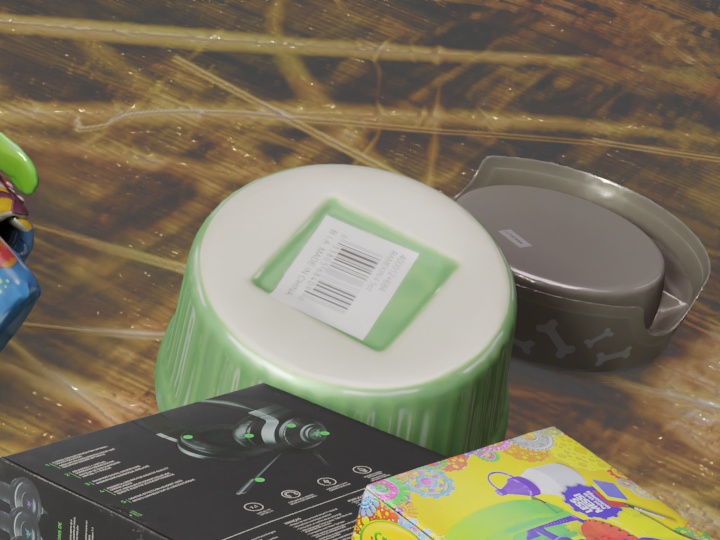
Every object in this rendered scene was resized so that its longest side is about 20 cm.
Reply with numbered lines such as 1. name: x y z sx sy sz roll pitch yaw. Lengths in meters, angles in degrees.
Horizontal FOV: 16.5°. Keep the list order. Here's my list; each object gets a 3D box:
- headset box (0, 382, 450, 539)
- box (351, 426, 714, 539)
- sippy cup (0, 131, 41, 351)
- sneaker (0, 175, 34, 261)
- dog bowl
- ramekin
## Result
1. headset box: -0.052 0.134 1.166 0.200 0.093 0.174 19 23 40
2. box: 0.087 0.205 1.026 0.122 0.193 0.200 -13 38 -43
3. sippy cup: -0.246 0.004 1.314 0.130 0.178 0.140 40 8 1
4. sneaker: -0.231 -0.033 1.469 0.090 0.075 0.200 13 35 2
5. dog bowl: 0.122 -0.003 1.602 0.200 0.059 0.200 11 26 -6
6. ramekin: -0.009 0.034 1.353 0.199 0.098 0.200 5 45 -5
